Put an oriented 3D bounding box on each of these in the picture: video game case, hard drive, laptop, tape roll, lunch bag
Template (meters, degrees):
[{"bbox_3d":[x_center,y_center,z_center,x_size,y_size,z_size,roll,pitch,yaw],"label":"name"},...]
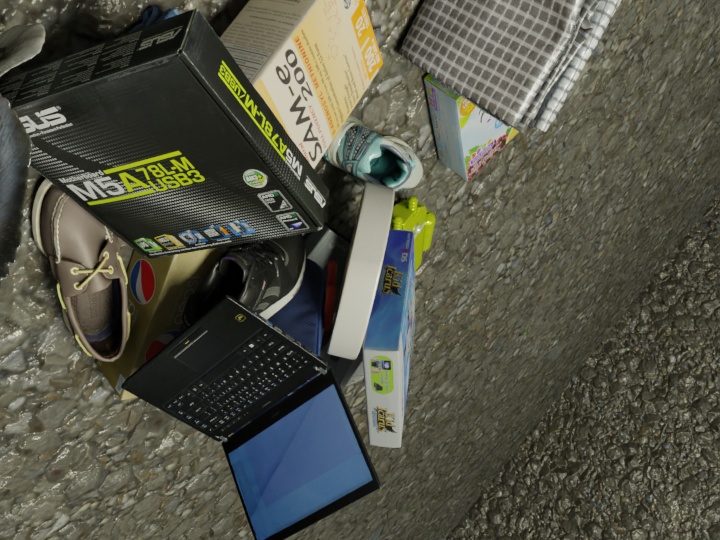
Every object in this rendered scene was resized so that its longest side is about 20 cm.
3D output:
[{"bbox_3d":[0.041,0.084,0.865,0.202,0.044,0.184,-78,169,-46],"label":"video game case"},{"bbox_3d":[-0.077,0.038,0.942,0.201,0.033,0.139,-53,150,4],"label":"hard drive"},{"bbox_3d":[-0.109,0.152,0.649,0.176,0.104,0.199,-36,122,27],"label":"laptop"},{"bbox_3d":[0.000,0.000,0.799,0.203,0.036,0.208,-166,-91,-89],"label":"tape roll"},{"bbox_3d":[-0.112,0.082,0.794,0.133,0.203,0.134,7,139,-4],"label":"lunch bag"}]

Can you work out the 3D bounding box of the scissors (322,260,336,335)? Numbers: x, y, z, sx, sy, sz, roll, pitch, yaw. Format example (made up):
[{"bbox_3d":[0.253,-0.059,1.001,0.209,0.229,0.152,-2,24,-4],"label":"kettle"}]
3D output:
[{"bbox_3d":[-0.043,0.064,0.841,0.014,0.075,0.201,4,147,-6],"label":"scissors"}]

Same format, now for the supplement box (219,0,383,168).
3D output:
[{"bbox_3d":[-0.065,-0.172,0.622,0.202,0.072,0.127,-60,151,-21],"label":"supplement box"}]

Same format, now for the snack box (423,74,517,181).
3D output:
[{"bbox_3d":[0.184,-0.250,0.936,0.200,0.067,0.170,-44,150,-12],"label":"snack box"}]

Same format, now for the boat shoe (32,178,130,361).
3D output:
[{"bbox_3d":[-0.253,0.003,0.641,0.071,0.059,0.203,-24,141,-33],"label":"boat shoe"}]

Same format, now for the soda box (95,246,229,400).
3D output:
[{"bbox_3d":[-0.212,0.036,0.730,0.067,0.064,0.203,-3,127,-51],"label":"soda box"}]

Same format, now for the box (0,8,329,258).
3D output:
[{"bbox_3d":[-0.151,-0.088,0.534,0.193,0.196,0.048,50,41,-51],"label":"box"}]

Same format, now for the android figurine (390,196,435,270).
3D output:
[{"bbox_3d":[0.057,-0.020,1.016,0.183,0.040,0.202,-51,156,-37],"label":"android figurine"}]

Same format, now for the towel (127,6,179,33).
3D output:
[{"bbox_3d":[-0.159,-0.132,0.629,0.112,0.048,0.200,-46,150,-5],"label":"towel"}]

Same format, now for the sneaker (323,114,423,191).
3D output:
[{"bbox_3d":[0.031,-0.124,0.849,0.199,0.086,0.079,9,114,-57],"label":"sneaker"}]

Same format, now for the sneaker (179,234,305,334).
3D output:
[{"bbox_3d":[-0.111,0.006,0.710,0.201,0.075,0.088,-58,169,-39],"label":"sneaker"}]

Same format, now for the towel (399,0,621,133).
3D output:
[{"bbox_3d":[0.152,-0.263,0.747,0.085,0.199,0.168,6,119,-53],"label":"towel"}]

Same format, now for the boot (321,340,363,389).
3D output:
[{"bbox_3d":[-0.032,0.146,0.953,0.200,0.073,0.096,-46,151,-18],"label":"boot"}]

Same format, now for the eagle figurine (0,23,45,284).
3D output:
[{"bbox_3d":[-0.284,-0.078,0.436,0.147,0.152,0.204,3,112,-10],"label":"eagle figurine"}]

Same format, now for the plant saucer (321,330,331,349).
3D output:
[{"bbox_3d":[-0.095,0.155,0.986,0.199,0.029,0.202,-34,146,-27],"label":"plant saucer"}]
